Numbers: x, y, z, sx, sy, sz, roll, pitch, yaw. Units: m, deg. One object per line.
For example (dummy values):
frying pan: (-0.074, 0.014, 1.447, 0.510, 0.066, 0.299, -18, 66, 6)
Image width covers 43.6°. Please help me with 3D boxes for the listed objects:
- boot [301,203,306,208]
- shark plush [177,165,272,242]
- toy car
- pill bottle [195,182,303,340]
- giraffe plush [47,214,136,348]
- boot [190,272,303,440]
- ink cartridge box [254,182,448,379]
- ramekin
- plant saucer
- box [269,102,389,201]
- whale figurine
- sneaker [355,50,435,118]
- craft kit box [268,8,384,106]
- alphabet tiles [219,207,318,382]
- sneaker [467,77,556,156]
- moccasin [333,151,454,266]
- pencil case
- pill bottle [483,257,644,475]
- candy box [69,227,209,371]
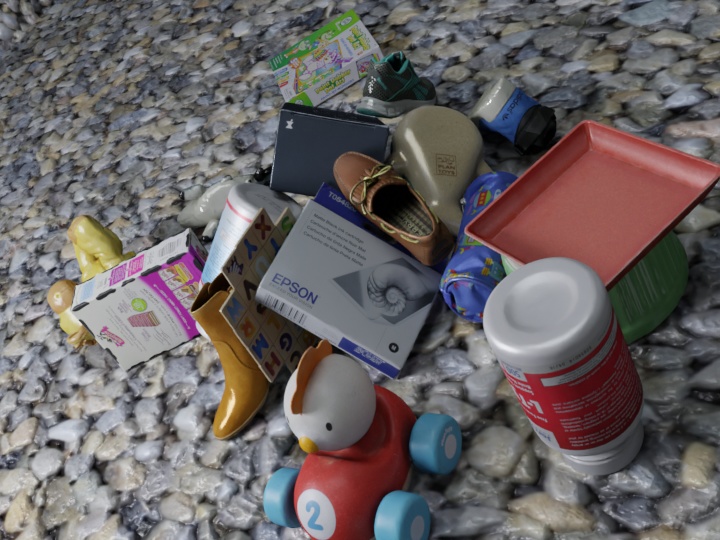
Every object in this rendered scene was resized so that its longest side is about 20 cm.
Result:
boot: (-0.078, -0.023, 1.255, 0.197, 0.073, 0.155, -28, 34, 0)
shark plush: (-0.221, -0.135, 1.495, 0.199, 0.091, 0.083, -41, 7, -3)
toy car: (-0.028, 0.164, 0.910, 0.182, 0.201, 0.178, 1, 48, 37)
pill bottle: (-0.151, -0.004, 1.192, 0.203, 0.107, 0.109, -67, 31, 21)
giraffe plush: (-0.411, 0.034, 1.400, 0.199, 0.173, 0.163, 40, 85, 18)
boot: (-0.164, 0.094, 1.115, 0.070, 0.144, 0.203, 16, 70, 50)
ink cartridge box: (0.000, 0.000, 1.099, 0.202, 0.197, 0.041, -63, 2, -33)
ramekin: (0.250, -0.019, 0.990, 0.197, 0.098, 0.202, -20, 39, 17)
plant saucer: (0.238, -0.060, 0.932, 0.199, 0.037, 0.199, -41, 37, -10)
box: (-0.045, -0.166, 1.257, 0.145, 0.109, 0.200, 9, 12, -4)
whale figurine: (0.103, -0.123, 1.226, 0.156, 0.104, 0.204, 3, 62, -12)
sneaker: (0.065, -0.290, 1.380, 0.076, 0.093, 0.199, 15, 22, 24)
craft kit box: (-0.066, -0.387, 1.674, 0.195, 0.049, 0.201, -28, 38, 2)
alphabet tiles: (-0.100, 0.030, 1.109, 0.006, 0.201, 0.168, 4, 50, 35)
sneaker: (0.212, -0.206, 1.254, 0.077, 0.110, 0.200, -54, 4, 1)
moccasin: (0.031, -0.085, 1.092, 0.073, 0.078, 0.202, -37, 54, -1)
pencil case: (0.150, -0.033, 1.095, 0.085, 0.079, 0.202, 2, 48, 20)
pill bottle: (0.194, 0.095, 0.823, 0.110, 0.201, 0.113, -20, 38, 16)
candy box: (-0.292, 0.044, 1.289, 0.197, 0.137, 0.061, -25, 36, 9)
